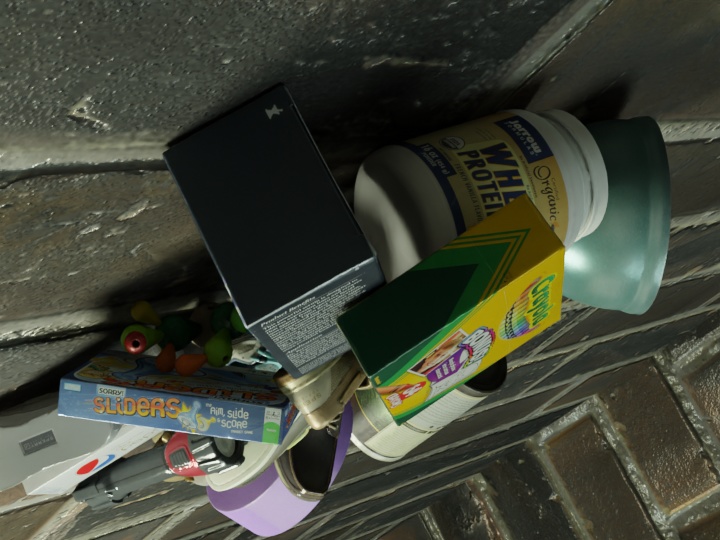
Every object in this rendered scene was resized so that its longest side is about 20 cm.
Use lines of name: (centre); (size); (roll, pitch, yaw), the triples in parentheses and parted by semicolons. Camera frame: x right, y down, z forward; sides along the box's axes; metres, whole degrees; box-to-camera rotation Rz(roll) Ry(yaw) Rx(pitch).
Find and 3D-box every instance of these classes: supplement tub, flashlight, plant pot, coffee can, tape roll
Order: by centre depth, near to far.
supplement tub: (0.109, -0.061, 1.080); (0.198, 0.146, 0.145); (-20, 161, -27)
plant pot: (0.225, -0.058, 1.240); (0.132, 0.204, 0.201); (1, 159, -4)
flashlight: (-0.212, 0.202, 1.281); (0.198, 0.069, 0.068); (-23, 135, 31)
tape roll: (-0.099, 0.213, 1.454); (0.065, 0.202, 0.199); (38, 121, -26)
coffee can: (0.078, 0.146, 1.614); (0.145, 0.148, 0.200); (-7, 153, -50)

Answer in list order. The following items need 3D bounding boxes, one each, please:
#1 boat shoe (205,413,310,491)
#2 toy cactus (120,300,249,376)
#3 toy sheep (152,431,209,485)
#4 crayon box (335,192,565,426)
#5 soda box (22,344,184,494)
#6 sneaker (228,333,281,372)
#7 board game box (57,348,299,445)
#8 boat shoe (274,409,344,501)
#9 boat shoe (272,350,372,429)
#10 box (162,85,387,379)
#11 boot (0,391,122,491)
boat shoe: (-0.089, 0.159, 1.283); (0.202, 0.072, 0.060); (-50, 147, 15)
toy cactus: (-0.136, 0.042, 1.124); (0.198, 0.104, 0.165); (-24, -179, -23)
toy sheep: (-0.158, 0.177, 1.383); (0.199, 0.138, 0.138); (-34, 169, -34)
crayon box: (0.078, 0.039, 0.964); (0.171, 0.059, 0.200); (-32, 161, -2)
soda box: (-0.262, 0.154, 1.242); (0.198, 0.069, 0.064); (-32, 163, 11)
sneaker: (-0.076, 0.073, 1.201); (0.077, 0.087, 0.199); (37, 128, -26)
board game box: (-0.156, 0.112, 1.089); (0.196, 0.035, 0.135); (7, -172, 3)
boat shoe: (-0.056, 0.150, 1.333); (0.073, 0.203, 0.073); (8, 153, -26)
boat shoe: (-0.010, 0.080, 1.102); (0.071, 0.065, 0.200); (-30, -175, 36)
box: (-0.054, -0.021, 0.934); (0.106, 0.150, 0.200); (-28, 163, -1)
boot: (-0.314, 0.160, 1.176); (0.197, 0.075, 0.096); (-15, -174, 9)
